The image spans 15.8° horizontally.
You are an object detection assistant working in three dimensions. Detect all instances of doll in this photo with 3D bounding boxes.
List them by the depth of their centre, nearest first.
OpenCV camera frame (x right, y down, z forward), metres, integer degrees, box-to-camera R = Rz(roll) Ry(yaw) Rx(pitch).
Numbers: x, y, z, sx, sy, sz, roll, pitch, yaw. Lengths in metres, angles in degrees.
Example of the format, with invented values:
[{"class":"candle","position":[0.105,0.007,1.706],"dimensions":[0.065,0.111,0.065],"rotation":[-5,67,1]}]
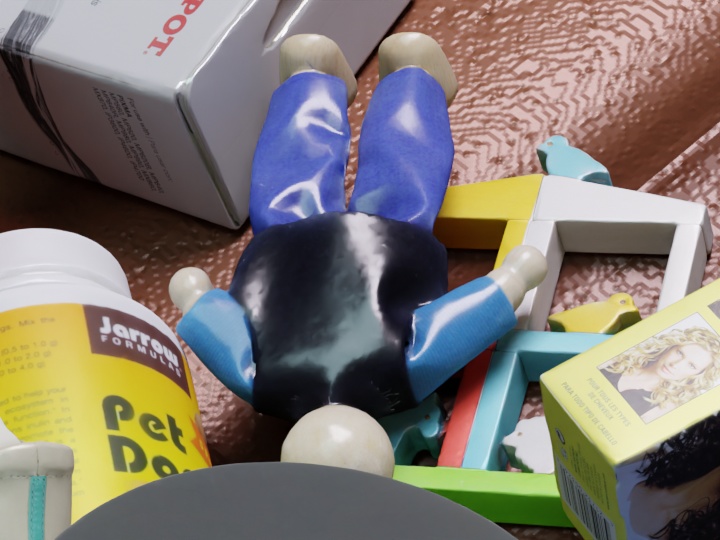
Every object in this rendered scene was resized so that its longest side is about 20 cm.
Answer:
[{"class":"doll","position":[0.000,0.000,0.929],"dimensions":[0.135,0.049,0.201],"rotation":[0,51,8]}]

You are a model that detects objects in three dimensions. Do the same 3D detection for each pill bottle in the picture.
[{"class":"pill bottle","position":[-0.102,0.082,0.886],"dimensions":[0.109,0.110,0.201],"rotation":[-20,48,3]}]

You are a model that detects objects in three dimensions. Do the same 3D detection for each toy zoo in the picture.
[{"class":"toy zoo","position":[0.051,0.033,0.931],"dimensions":[0.130,0.021,0.201],"rotation":[1,52,22]}]

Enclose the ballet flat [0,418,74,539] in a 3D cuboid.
[{"class":"ballet flat","position":[-0.166,0.049,0.824],"dimensions":[0.199,0.070,0.070],"rotation":[19,60,34]}]

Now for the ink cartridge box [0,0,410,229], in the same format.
[{"class":"ink cartridge box","position":[-0.098,-0.117,1.071],"dimensions":[0.199,0.084,0.145],"rotation":[18,60,34]}]

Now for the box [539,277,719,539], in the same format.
[{"class":"box","position":[0.158,0.026,0.846],"dimensions":[0.199,0.076,0.050],"rotation":[-29,47,-12]}]

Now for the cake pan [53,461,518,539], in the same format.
[{"class":"cake pan","position":[-0.016,0.122,0.711],"dimensions":[0.199,0.037,0.201],"rotation":[6,36,-4]}]
